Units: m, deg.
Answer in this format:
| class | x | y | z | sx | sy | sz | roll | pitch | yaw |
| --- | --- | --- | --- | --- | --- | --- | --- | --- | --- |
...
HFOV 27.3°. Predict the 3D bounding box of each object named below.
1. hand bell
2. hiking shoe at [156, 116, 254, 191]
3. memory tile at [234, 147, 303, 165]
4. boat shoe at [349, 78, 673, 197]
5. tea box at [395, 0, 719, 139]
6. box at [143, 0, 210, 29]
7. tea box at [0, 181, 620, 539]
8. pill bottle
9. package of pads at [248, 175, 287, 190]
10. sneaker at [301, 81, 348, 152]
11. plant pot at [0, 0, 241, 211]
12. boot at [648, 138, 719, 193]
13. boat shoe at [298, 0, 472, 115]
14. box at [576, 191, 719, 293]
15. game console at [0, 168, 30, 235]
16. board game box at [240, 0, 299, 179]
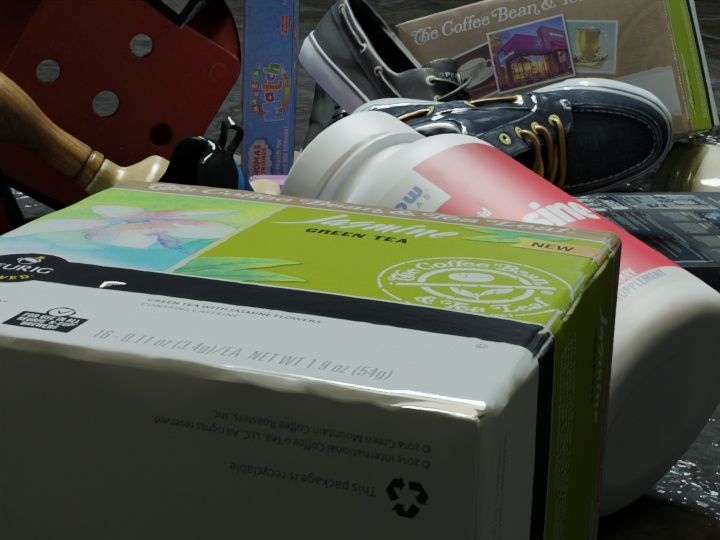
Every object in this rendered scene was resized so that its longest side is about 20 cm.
| class | x | y | z | sx | sy | sz | roll | pitch | yaw |
| --- | --- | --- | --- | --- | --- | --- | --- | --- | --- |
| hand bell | -0.153 | -0.059 | 0.804 | 0.200 | 0.104 | 0.104 | 34 | 7 | -18 |
| hiking shoe | -0.124 | 0.017 | 0.636 | 0.200 | 0.087 | 0.074 | -38 | 41 | -20 |
| memory tile | -0.029 | -0.059 | 1.048 | 0.153 | 0.017 | 0.200 | -6 | 20 | -30 |
| boat shoe | 0.091 | -0.063 | 0.842 | 0.200 | 0.071 | 0.091 | -5 | 19 | -8 |
| tea box | 0.160 | -0.150 | 1.159 | 0.200 | 0.134 | 0.197 | -11 | 2 | 22 |
| box | -0.149 | -0.230 | 0.930 | 0.160 | 0.049 | 0.200 | 36 | 15 | -8 |
| tea box | -0.032 | 0.060 | 0.490 | 0.200 | 0.134 | 0.197 | 7 | 16 | 17 |
| pill bottle | 0.056 | 0.010 | 0.659 | 0.112 | 0.112 | 0.200 | -13 | 39 | -42 |
| package of pads | 0.000 | 0.000 | 0.841 | 0.120 | 0.076 | 0.200 | 1 | 16 | -13 |
| sneaker | -0.007 | -0.121 | 1.058 | 0.071 | 0.099 | 0.200 | 4 | 18 | -4 |
| plant pot | -0.192 | -0.132 | 0.973 | 0.200 | 0.200 | 0.176 | 29 | 7 | -34 |
| boot | 0.318 | -0.068 | 1.137 | 0.155 | 0.072 | 0.200 | 8 | 17 | 29 |
| boat shoe | 0.039 | -0.112 | 0.962 | 0.070 | 0.066 | 0.200 | 3 | 36 | -48 |
| box | 0.199 | -0.006 | 0.934 | 0.157 | 0.051 | 0.200 | -2 | 16 | -10 |
| game console | -0.231 | -0.049 | 0.922 | 0.200 | 0.172 | 0.119 | 14 | 46 | 36 |
| board game box | -0.062 | -0.144 | 1.035 | 0.037 | 0.151 | 0.200 | 2 | 16 | -3 |
